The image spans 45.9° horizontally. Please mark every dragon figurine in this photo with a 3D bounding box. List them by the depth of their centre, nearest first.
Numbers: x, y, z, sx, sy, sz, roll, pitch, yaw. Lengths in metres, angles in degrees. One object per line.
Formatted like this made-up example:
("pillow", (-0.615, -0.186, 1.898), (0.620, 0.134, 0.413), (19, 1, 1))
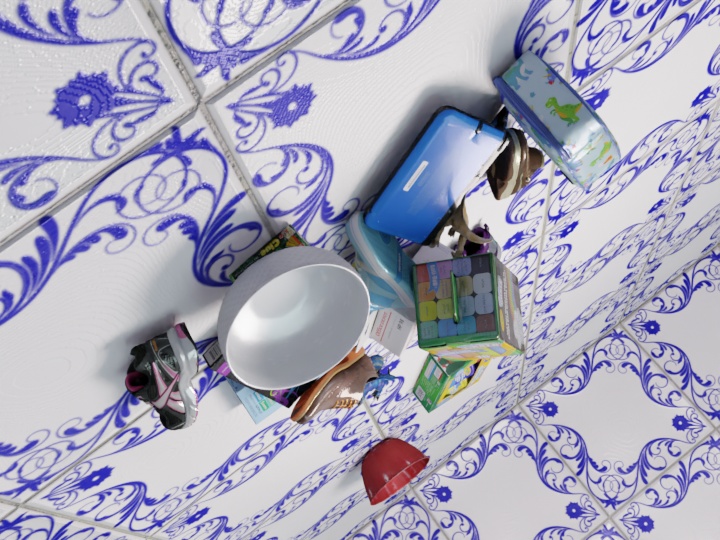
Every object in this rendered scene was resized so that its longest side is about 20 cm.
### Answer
("dragon figurine", (0.031, 0.208, 1.677), (0.199, 0.059, 0.100), (-6, 141, -51))

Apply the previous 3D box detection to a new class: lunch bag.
("lunch bag", (0.265, -0.201, 1.145), (0.082, 0.161, 0.200), (-41, 156, 14))

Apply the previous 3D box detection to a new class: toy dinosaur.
("toy dinosaur", (0.135, -0.070, 1.202), (0.058, 0.201, 0.102), (14, 123, -9))

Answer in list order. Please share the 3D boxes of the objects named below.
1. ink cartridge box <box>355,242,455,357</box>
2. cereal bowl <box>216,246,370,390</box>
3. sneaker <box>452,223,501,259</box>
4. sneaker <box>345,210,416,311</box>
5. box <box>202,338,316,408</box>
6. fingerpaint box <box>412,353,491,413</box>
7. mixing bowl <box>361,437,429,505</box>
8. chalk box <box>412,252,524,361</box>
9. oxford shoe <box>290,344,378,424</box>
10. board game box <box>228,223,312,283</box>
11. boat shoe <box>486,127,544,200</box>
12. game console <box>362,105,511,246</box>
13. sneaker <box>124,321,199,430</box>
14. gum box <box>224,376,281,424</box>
("ink cartridge box", (0.078, 0.056, 1.371), (0.200, 0.066, 0.116), (-51, 167, -32))
("cereal bowl", (-0.091, 0.049, 1.066), (0.198, 0.083, 0.202), (-19, 134, -20))
("sneaker", (0.159, 0.000, 1.498), (0.200, 0.074, 0.088), (-45, 142, -7))
("sneaker", (0.000, 0.000, 1.221), (0.129, 0.080, 0.200), (-14, 137, 26))
("box", (-0.115, 0.115, 1.232), (0.143, 0.036, 0.200), (-45, 141, 3))
("fingerpaint box", (0.225, 0.230, 2.001), (0.166, 0.074, 0.201), (-27, 155, -27))
("mixing bowl", (0.075, 0.520, 2.265), (0.199, 0.109, 0.201), (-34, 157, -16))
("chalk box", (0.150, 0.053, 1.220), (0.122, 0.126, 0.200), (-8, 163, 23))
("oxford shoe", (-0.034, 0.190, 1.340), (0.071, 0.073, 0.200), (-41, 178, 44))
("board game box", (-0.079, 0.028, 1.135), (0.105, 0.023, 0.200), (-42, 139, 1))
("boat shoe", (0.233, -0.166, 1.252), (0.074, 0.076, 0.202), (-18, 170, -1))
("game console", (0.105, -0.146, 1.158), (0.169, 0.119, 0.201), (16, 125, -33))
("sneaker", (-0.262, 0.142, 1.101), (0.085, 0.081, 0.201), (-15, 141, -23))
("gum box", (-0.111, 0.150, 1.365), (0.199, 0.045, 0.170), (-34, 156, -11))
